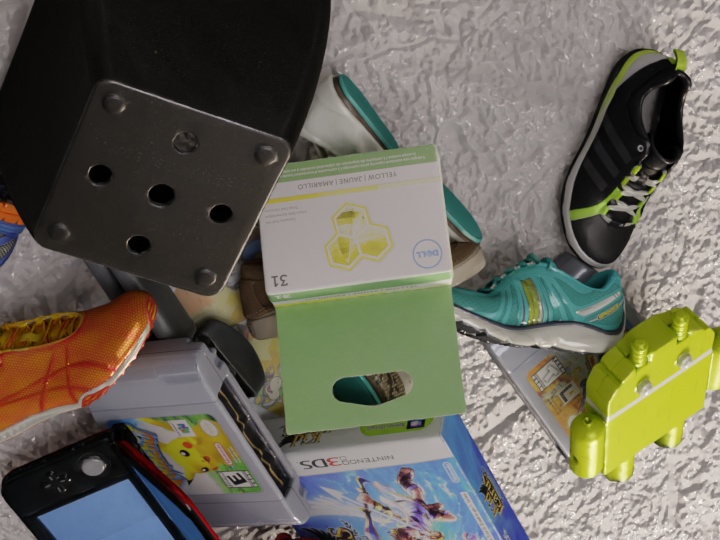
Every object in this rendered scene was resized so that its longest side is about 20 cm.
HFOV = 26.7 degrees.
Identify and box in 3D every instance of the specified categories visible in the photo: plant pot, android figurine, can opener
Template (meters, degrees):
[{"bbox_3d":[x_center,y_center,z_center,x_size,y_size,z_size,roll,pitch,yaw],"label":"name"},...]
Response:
[{"bbox_3d":[-0.137,-0.100,1.044,0.198,0.178,0.200,17,123,-21],"label":"plant pot"},{"bbox_3d":[0.255,0.108,1.339,0.181,0.041,0.201,-29,145,-19],"label":"android figurine"},{"bbox_3d":[-0.150,0.036,1.191,0.201,0.052,0.067,55,51,-30],"label":"can opener"}]

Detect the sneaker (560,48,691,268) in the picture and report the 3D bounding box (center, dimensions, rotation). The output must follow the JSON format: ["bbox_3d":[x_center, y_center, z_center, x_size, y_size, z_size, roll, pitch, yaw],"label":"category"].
[{"bbox_3d":[0.230,-0.094,1.298,0.071,0.083,0.202,6,105,-25],"label":"sneaker"}]

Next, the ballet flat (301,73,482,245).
[{"bbox_3d":[0.019,-0.075,1.236,0.069,0.069,0.200,-45,118,-1],"label":"ballet flat"}]

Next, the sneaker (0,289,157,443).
[{"bbox_3d":[-0.238,0.067,1.138,0.199,0.073,0.077,-30,123,18],"label":"sneaker"}]

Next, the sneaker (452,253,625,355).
[{"bbox_3d":[0.138,0.025,1.293,0.198,0.077,0.081,5,92,-26],"label":"sneaker"}]

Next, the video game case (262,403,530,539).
[{"bbox_3d":[0.025,0.195,1.278,0.180,0.046,0.201,-9,131,26],"label":"video game case"}]

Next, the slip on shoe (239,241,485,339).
[{"bbox_3d":[0.000,0.000,1.213,0.198,0.076,0.061,-15,98,2],"label":"slip on shoe"}]

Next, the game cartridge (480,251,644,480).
[{"bbox_3d":[0.205,0.086,1.391,0.133,0.042,0.200,-38,120,0],"label":"game cartridge"}]

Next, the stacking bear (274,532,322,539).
[{"bbox_3d":[-0.006,0.305,1.296,0.113,0.122,0.200,-29,115,36],"label":"stacking bear"}]

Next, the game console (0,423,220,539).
[{"bbox_3d":[-0.170,0.234,1.206,0.171,0.119,0.201,-23,125,9],"label":"game console"}]

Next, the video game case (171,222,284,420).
[{"bbox_3d":[-0.087,0.029,1.249,0.181,0.023,0.201,28,97,-30],"label":"video game case"}]

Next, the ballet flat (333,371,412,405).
[{"bbox_3d":[0.024,0.131,1.319,0.075,0.067,0.201,-41,132,-32],"label":"ballet flat"}]

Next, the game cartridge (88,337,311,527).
[{"bbox_3d":[-0.136,0.136,1.216,0.201,0.132,0.041,61,39,-35],"label":"game cartridge"}]

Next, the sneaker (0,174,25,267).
[{"bbox_3d":[-0.335,-0.036,1.089,0.198,0.075,0.079,10,109,-25],"label":"sneaker"}]

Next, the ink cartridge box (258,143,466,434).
[{"bbox_3d":[0.000,0.014,1.153,0.144,0.048,0.202,-7,74,3],"label":"ink cartridge box"}]
